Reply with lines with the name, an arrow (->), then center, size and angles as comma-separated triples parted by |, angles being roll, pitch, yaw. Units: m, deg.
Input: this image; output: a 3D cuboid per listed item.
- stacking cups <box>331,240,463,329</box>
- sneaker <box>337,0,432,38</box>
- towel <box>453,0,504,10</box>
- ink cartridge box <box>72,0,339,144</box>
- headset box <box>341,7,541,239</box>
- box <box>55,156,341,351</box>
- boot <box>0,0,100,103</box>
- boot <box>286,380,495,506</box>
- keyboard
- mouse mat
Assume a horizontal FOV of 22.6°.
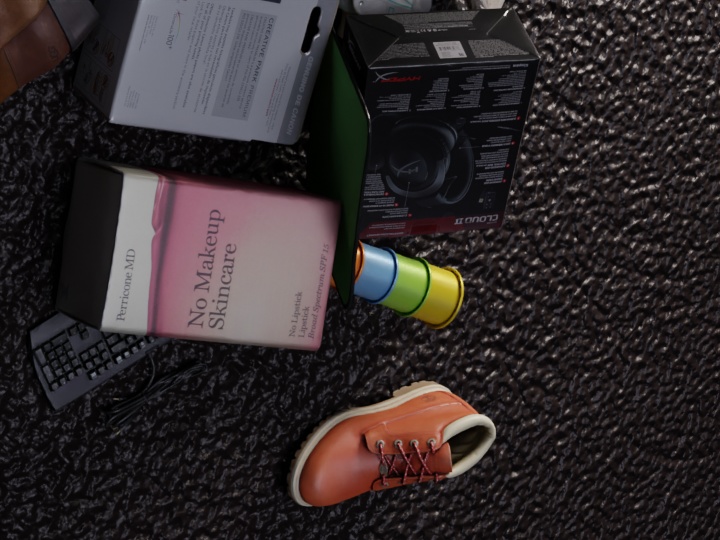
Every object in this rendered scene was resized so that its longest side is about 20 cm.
stacking cups -> 0.000, 0.000, 1.625 | 0.199, 0.060, 0.061 | 19, 92, -34
sneaker -> 0.011, -0.253, 1.475 | 0.080, 0.070, 0.201 | -41, 151, -17
towel -> 0.089, -0.312, 1.562 | 0.133, 0.034, 0.201 | -71, 145, -51
ink cartridge box -> -0.113, -0.212, 1.424 | 0.174, 0.084, 0.202 | 6, 111, -35
headset box -> 0.054, -0.113, 1.499 | 0.147, 0.078, 0.201 | -5, 134, -15
box -> -0.131, -0.012, 1.460 | 0.198, 0.109, 0.129 | 6, 96, -30
boot -> -0.317, -0.184, 1.333 | 0.200, 0.068, 0.189 | -44, 133, -10
boot -> 0.030, 0.168, 1.660 | 0.199, 0.107, 0.076 | -26, 119, -27
keyboard -> -0.181, 0.059, 1.521 | 0.199, 0.021, 0.128 | -33, 121, -25
mouse mat -> -0.020, -0.090, 1.479 | 0.007, 0.162, 0.201 | -5, 133, -15
